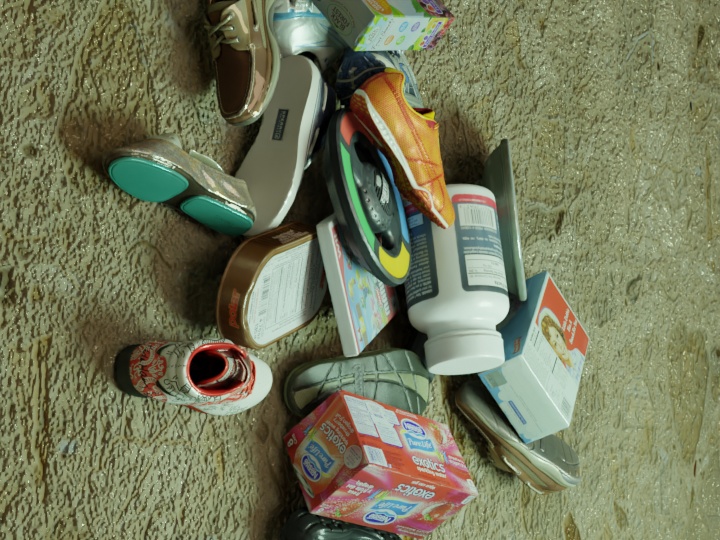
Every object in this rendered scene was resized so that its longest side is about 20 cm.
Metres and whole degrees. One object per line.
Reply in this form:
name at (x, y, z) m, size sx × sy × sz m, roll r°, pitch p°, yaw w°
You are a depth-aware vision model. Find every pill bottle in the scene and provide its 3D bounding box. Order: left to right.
pill bottle at (0.109, 0.013, 1.704) m, size 0.119 × 0.119 × 0.202 m, roll 13°, pitch 66°, yaw -48°

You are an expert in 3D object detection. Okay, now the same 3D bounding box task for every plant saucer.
plant saucer at (0.171, -0.060, 1.824) m, size 0.200 × 0.050 × 0.202 m, roll -7°, pitch 90°, yaw -85°

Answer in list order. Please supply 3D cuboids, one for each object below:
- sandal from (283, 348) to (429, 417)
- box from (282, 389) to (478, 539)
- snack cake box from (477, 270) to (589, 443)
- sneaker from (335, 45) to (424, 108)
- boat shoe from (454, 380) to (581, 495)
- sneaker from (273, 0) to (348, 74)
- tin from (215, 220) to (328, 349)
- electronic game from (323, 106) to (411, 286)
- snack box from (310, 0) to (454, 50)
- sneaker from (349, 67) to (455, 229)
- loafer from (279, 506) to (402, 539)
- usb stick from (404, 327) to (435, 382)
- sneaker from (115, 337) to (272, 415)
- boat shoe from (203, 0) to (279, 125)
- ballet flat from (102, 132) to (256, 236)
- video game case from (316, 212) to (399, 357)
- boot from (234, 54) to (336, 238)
sandal at (-0.004, 0.124, 1.641) m, size 0.200 × 0.057 × 0.081 m, roll 4°, pitch 89°, yaw -35°
box at (0.024, 0.214, 1.603) m, size 0.199 × 0.095 × 0.100 m, roll 23°, pitch 35°, yaw -46°
snack cake box at (0.218, 0.105, 1.835) m, size 0.115 × 0.067 × 0.200 m, roll 54°, pitch 30°, yaw -16°
sneaker at (0.019, -0.220, 1.670) m, size 0.200 × 0.076 × 0.086 m, roll 45°, pitch 36°, yaw -66°
boat shoe at (0.186, 0.216, 1.832) m, size 0.200 × 0.072 × 0.076 m, roll 41°, pitch 33°, yaw -14°
sneaker at (-0.037, -0.259, 1.634) m, size 0.199 × 0.075 × 0.088 m, roll -9°, pitch 106°, yaw -46°
tin at (-0.084, 0.016, 1.519) m, size 0.200 × 0.042 × 0.113 m, roll -27°, pitch 132°, yaw -62°
electronic game at (0.011, -0.080, 1.602) m, size 0.200 × 0.041 × 0.202 m, roll -17°, pitch 90°, yaw -72°
snack box at (-0.009, -0.321, 1.590) m, size 0.142 × 0.053 × 0.200 m, roll -12°, pitch 56°, yaw -49°
sneaker at (0.064, -0.129, 1.600) m, size 0.077 × 0.073 × 0.201 m, roll -37°, pitch 124°, yaw -12°
loafer at (-0.022, 0.300, 1.600) m, size 0.200 × 0.068 × 0.071 m, roll 19°, pitch 106°, yaw -53°
usb stick at (0.097, 0.048, 1.779) m, size 0.056 × 0.032 × 0.201 m, roll 49°, pitch 52°, yaw -35°
sneaker at (-0.132, 0.106, 1.447) m, size 0.201 × 0.107 × 0.068 m, roll 13°, pitch 77°, yaw -48°
boat shoe at (-0.129, -0.246, 1.501) m, size 0.072 × 0.075 × 0.202 m, roll 22°, pitch 61°, yaw -49°
ballet flat at (-0.180, -0.095, 1.455) m, size 0.200 × 0.068 × 0.068 m, roll 31°, pitch 44°, yaw -49°
video game case at (0.000, 0.000, 1.620) m, size 0.200 × 0.017 × 0.144 m, roll -40°, pitch 120°, yaw -71°
boot at (-0.074, -0.121, 1.570) m, size 0.090 × 0.072 × 0.202 m, roll 36°, pitch 71°, yaw -65°
